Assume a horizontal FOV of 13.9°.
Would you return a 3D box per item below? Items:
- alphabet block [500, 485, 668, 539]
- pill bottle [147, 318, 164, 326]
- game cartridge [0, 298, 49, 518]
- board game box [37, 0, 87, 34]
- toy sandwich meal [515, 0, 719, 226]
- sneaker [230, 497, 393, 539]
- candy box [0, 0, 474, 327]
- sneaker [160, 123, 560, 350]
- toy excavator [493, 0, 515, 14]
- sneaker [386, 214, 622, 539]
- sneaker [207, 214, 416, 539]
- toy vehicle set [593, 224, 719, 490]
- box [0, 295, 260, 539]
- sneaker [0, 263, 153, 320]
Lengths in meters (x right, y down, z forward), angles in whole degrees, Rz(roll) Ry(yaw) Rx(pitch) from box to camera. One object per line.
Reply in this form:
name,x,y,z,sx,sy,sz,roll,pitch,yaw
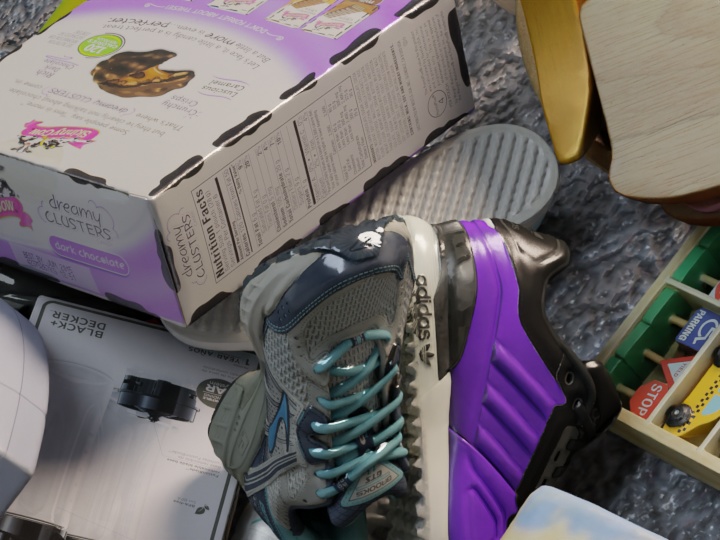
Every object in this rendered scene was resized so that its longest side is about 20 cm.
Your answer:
alphabet block,0.107,0.226,1.005,0.195,0.196,0.200,25,72,40
pill bottle,-0.130,-0.008,1.503,0.200,0.111,0.111,-49,39,-6
game cartridge,-0.187,0.079,1.283,0.133,0.041,0.200,-49,19,7
board game box,-0.082,-0.149,1.550,0.200,0.102,0.048,-49,34,24
toy sandwich meal,0.145,-0.119,1.305,0.205,0.070,0.205,-1,88,29
sneaker,0.000,0.107,1.324,0.080,0.070,0.200,-1,54,36
candy box,-0.077,-0.071,1.356,0.168,0.072,0.200,18,44,41
sneaker,0.000,0.000,1.382,0.200,0.082,0.074,-18,66,-12
toy excavator,0.038,-0.222,1.586,0.194,0.100,0.200,-6,66,36
sneaker,0.064,0.075,1.264,0.070,0.099,0.200,-174,82,-79
sneaker,-0.004,0.053,1.219,0.078,0.200,0.086,-19,62,-20
toy vehicle set,0.194,0.004,1.285,0.200,0.027,0.124,-52,39,-10
box,-0.116,0.111,1.307,0.117,0.060,0.200,13,43,-1
sneaker,-0.090,-0.013,1.425,0.075,0.200,0.079,173,92,-68
